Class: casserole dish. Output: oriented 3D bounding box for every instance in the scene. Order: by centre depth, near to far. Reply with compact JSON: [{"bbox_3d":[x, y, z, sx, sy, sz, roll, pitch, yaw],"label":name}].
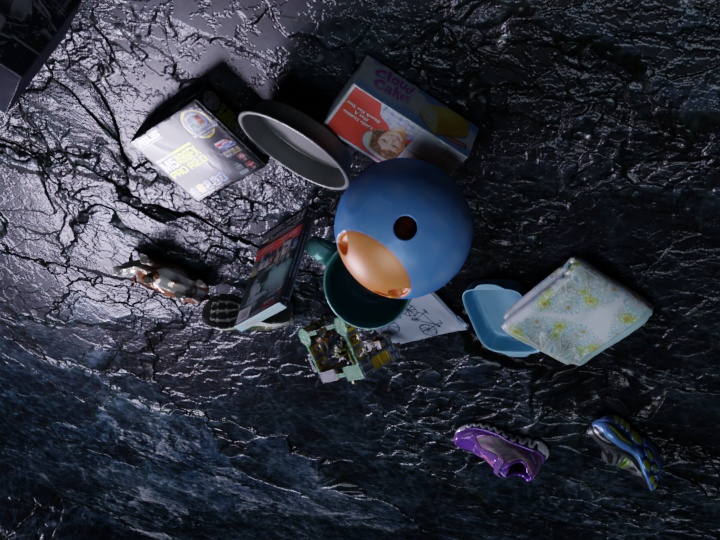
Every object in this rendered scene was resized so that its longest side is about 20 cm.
[{"bbox_3d":[0.253,0.077,1.811,0.120,0.039,0.201,0,138,28],"label":"casserole dish"}]

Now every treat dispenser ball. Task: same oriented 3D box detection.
[{"bbox_3d":[0.062,-0.060,1.483,0.199,0.202,0.202,14,144,11],"label":"treat dispenser ball"}]

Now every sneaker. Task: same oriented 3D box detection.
[{"bbox_3d":[0.514,0.351,2.006,0.200,0.071,0.082,44,144,-20],"label":"sneaker"},{"bbox_3d":[-0.218,0.096,2.050,0.198,0.078,0.089,1,156,16],"label":"sneaker"},{"bbox_3d":[0.286,0.381,2.140,0.198,0.089,0.081,14,145,13],"label":"sneaker"}]

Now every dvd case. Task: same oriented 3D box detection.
[{"bbox_3d":[-0.148,-0.002,1.781,0.022,0.201,0.146,33,142,-25],"label":"dvd case"}]

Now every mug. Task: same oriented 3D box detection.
[{"bbox_3d":[0.011,0.000,1.759,0.151,0.114,0.186,-25,95,11],"label":"mug"}]

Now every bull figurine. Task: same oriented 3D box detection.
[{"bbox_3d":[-0.388,0.014,2.029,0.198,0.066,0.121,18,178,-7],"label":"bull figurine"}]

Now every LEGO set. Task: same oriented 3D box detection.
[{"bbox_3d":[-0.014,0.136,1.977,0.200,0.115,0.155,-33,85,54],"label":"LEGO set"}]

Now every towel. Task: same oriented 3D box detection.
[{"bbox_3d":[0.356,0.075,1.714,0.170,0.048,0.200,27,134,-20],"label":"towel"}]

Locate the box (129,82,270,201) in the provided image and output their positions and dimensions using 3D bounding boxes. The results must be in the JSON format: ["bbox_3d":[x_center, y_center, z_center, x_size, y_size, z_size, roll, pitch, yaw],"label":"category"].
[{"bbox_3d":[-0.264,-0.207,1.714,0.199,0.044,0.160,-20,127,43],"label":"box"}]

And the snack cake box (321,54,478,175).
[{"bbox_3d":[0.058,-0.211,1.522,0.199,0.068,0.115,31,145,-12],"label":"snack cake box"}]

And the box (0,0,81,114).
[{"bbox_3d":[-0.540,-0.370,1.518,0.181,0.201,0.104,33,142,-16],"label":"box"}]

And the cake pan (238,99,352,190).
[{"bbox_3d":[-0.095,-0.195,1.588,0.199,0.037,0.200,30,167,7],"label":"cake pan"}]

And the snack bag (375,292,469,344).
[{"bbox_3d":[0.074,0.064,1.903,0.199,0.022,0.189,-16,130,41],"label":"snack bag"}]
